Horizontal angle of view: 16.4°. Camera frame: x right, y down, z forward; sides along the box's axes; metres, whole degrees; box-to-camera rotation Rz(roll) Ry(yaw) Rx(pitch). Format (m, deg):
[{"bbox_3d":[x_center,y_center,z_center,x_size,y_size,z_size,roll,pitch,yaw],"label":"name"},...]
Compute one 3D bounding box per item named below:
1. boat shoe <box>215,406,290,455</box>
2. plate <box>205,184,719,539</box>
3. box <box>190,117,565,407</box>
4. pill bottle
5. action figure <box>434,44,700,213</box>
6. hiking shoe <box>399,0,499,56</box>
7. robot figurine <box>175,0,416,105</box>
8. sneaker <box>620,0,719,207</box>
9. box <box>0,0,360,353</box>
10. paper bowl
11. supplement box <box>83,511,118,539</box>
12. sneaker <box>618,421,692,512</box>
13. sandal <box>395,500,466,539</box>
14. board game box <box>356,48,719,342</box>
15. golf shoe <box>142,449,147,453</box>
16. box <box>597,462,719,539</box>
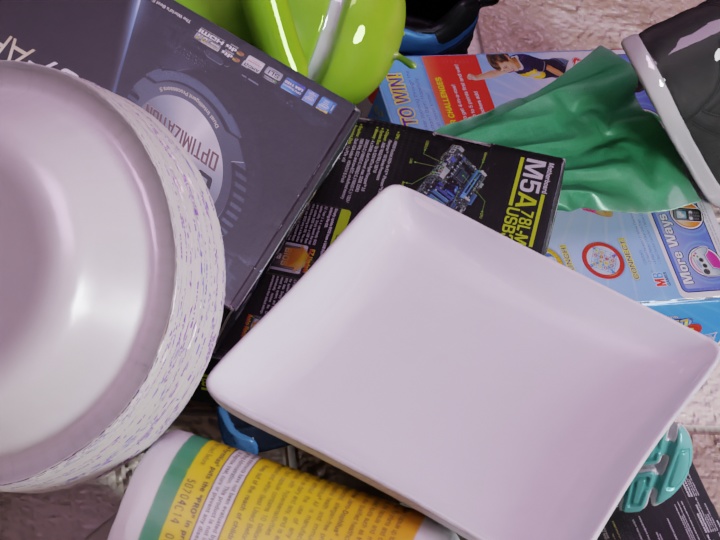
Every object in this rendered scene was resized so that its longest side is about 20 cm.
[{"bbox_3d":[-0.059,0.012,1.432,0.068,0.084,0.201,-10,70,-3],"label":"boat shoe"},{"bbox_3d":[0.052,0.056,1.236,0.199,0.032,0.200,28,43,14],"label":"plate"},{"bbox_3d":[0.000,0.000,1.345,0.192,0.048,0.200,13,47,4],"label":"box"},{"bbox_3d":[-0.018,0.158,1.193,0.199,0.113,0.113,18,50,7],"label":"pill bottle"},{"bbox_3d":[0.094,-0.059,1.477,0.199,0.055,0.118,-17,64,-34],"label":"action figure"},{"bbox_3d":[-0.020,-0.164,1.567,0.199,0.087,0.075,1,54,-19],"label":"hiking shoe"},{"bbox_3d":[-0.063,-0.157,1.445,0.199,0.116,0.176,17,20,-11],"label":"robot figurine"},{"bbox_3d":[0.231,-0.105,1.504,0.099,0.200,0.071,-28,61,9],"label":"sneaker"},{"bbox_3d":[-0.121,-0.071,1.304,0.200,0.044,0.160,31,52,2],"label":"box"},{"bbox_3d":[-0.172,0.002,1.165,0.201,0.201,0.104,49,11,19],"label":"paper bowl"},{"bbox_3d":[-0.113,0.202,1.266,0.126,0.074,0.200,41,50,13],"label":"supplement box"},{"bbox_3d":[0.080,0.082,1.374,0.199,0.078,0.091,8,25,-1],"label":"sneaker"},{"bbox_3d":[0.074,0.194,1.296,0.081,0.055,0.201,-23,70,10],"label":"sandal"},{"bbox_3d":[0.113,-0.042,1.542,0.195,0.056,0.201,-3,56,-21],"label":"board game box"},{"bbox_3d":[-0.196,0.054,1.337,0.199,0.095,0.078,-5,58,-20],"label":"golf shoe"},{"bbox_3d":[0.116,0.133,1.415,0.157,0.050,0.200,-9,58,-24],"label":"box"}]
